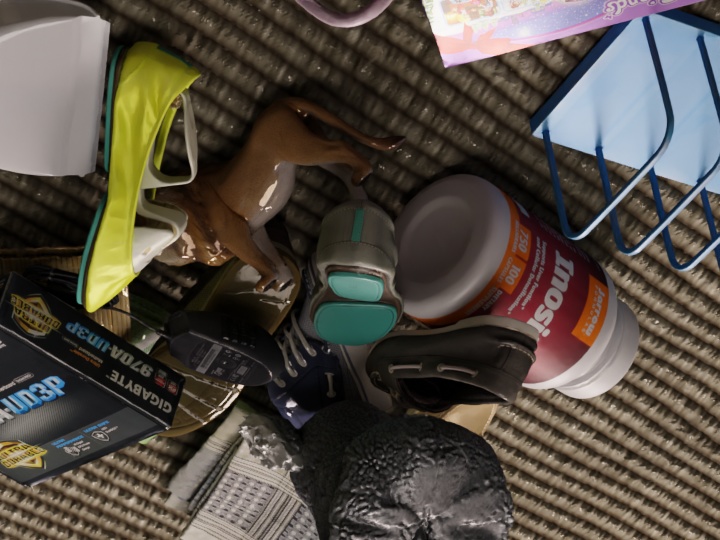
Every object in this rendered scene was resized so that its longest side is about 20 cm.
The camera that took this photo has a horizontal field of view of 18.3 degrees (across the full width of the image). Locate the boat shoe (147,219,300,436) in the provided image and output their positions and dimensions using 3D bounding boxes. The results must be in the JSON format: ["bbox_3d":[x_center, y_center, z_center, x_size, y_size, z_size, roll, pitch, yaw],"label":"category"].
[{"bbox_3d":[-0.106,0.043,1.672,0.072,0.066,0.201,30,122,-13],"label":"boat shoe"}]

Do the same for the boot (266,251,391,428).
[{"bbox_3d":[-0.038,0.061,1.715,0.090,0.073,0.200,-16,143,3],"label":"boot"}]

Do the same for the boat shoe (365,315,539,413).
[{"bbox_3d":[0.056,0.076,1.601,0.067,0.057,0.200,24,158,-23],"label":"boat shoe"}]

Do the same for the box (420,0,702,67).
[{"bbox_3d":[0.130,-0.210,1.421,0.200,0.039,0.137,-14,142,8],"label":"box"}]

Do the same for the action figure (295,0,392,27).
[{"bbox_3d":[0.070,-0.218,1.310,0.200,0.134,0.149,-23,146,-29],"label":"action figure"}]

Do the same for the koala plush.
[{"bbox_3d":[0.009,0.162,1.681,0.177,0.200,0.184,1,113,-24],"label":"koala plush"}]

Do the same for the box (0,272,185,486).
[{"bbox_3d":[-0.249,0.084,1.641,0.159,0.046,0.200,35,144,-27],"label":"box"}]

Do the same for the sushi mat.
[{"bbox_3d":[-0.219,0.043,1.663,0.095,0.012,0.200,-3,145,-6],"label":"sushi mat"}]

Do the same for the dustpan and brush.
[{"bbox_3d":[-0.272,-0.126,1.461,0.200,0.057,0.140,-3,133,-17],"label":"dustpan and brush"}]

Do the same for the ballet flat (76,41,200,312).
[{"bbox_3d":[-0.146,-0.056,1.500,0.067,0.067,0.200,14,113,4],"label":"ballet flat"}]

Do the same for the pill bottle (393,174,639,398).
[{"bbox_3d":[0.118,0.019,1.655,0.113,0.113,0.200,-31,137,28],"label":"pill bottle"}]

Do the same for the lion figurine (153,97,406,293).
[{"bbox_3d":[-0.070,-0.063,1.551,0.200,0.123,0.072,-44,168,18],"label":"lion figurine"}]

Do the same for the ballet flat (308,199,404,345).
[{"bbox_3d":[0.000,0.000,1.555,0.067,0.064,0.200,6,164,-1],"label":"ballet flat"}]

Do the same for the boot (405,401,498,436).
[{"bbox_3d":[0.076,0.190,1.830,0.073,0.156,0.200,1,143,-28],"label":"boot"}]

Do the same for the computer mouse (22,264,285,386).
[{"bbox_3d":[-0.146,0.032,1.604,0.200,0.034,0.059,23,149,-13],"label":"computer mouse"}]

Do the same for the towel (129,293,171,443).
[{"bbox_3d":[-0.198,0.067,1.741,0.149,0.031,0.200,-31,139,31],"label":"towel"}]

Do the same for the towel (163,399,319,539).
[{"bbox_3d":[-0.060,0.209,1.851,0.200,0.035,0.193,34,142,-3],"label":"towel"}]

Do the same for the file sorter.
[{"bbox_3d":[0.245,-0.076,1.547,0.200,0.123,0.139,15,137,-26],"label":"file sorter"}]
